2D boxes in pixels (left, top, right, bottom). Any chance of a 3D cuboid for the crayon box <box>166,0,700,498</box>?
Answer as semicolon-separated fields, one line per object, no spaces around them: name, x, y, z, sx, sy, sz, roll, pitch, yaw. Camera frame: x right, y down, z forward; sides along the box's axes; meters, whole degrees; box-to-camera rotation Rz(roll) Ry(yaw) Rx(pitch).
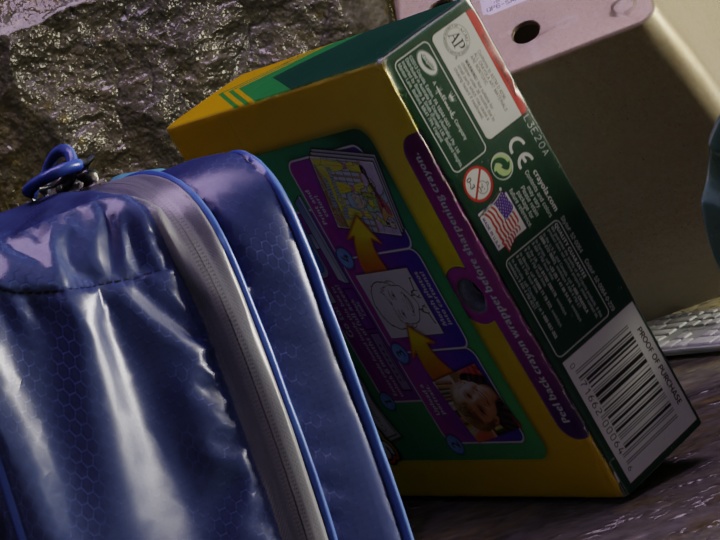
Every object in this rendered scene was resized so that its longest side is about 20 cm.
crayon box;0.026;0.000;0.850;0.058;0.201;0.172;-38;16;-29

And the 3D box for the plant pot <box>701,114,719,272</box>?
plant pot;0.249;-0.054;0.825;0.200;0.201;0.196;-12;16;47

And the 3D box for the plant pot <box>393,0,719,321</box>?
plant pot;0.114;-0.097;1.111;0.199;0.177;0.201;-20;46;14

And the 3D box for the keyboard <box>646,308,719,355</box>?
keyboard;0.148;0.037;1.096;0.056;0.011;0.199;-22;7;-35

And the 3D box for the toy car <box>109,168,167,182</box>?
toy car;-0.034;0.028;1.049;0.183;0.178;0.200;-8;-9;-11

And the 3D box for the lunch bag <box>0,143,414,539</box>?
lunch bag;-0.065;0.060;0.596;0.132;0.201;0.136;-18;0;-31
